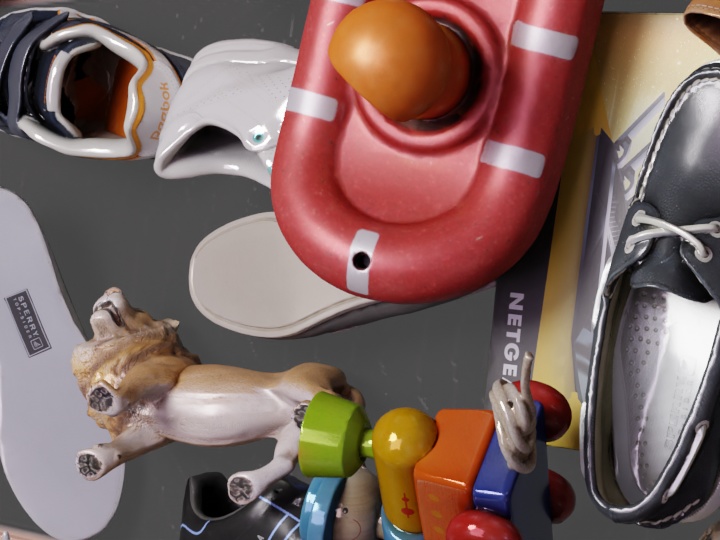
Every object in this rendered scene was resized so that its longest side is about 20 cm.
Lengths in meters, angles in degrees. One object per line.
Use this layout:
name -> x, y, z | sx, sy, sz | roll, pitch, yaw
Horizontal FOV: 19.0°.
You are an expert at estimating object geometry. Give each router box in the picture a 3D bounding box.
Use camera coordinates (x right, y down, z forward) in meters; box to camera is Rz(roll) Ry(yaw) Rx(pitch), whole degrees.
router box -> 0.141, -0.014, 0.961 | 0.157, 0.052, 0.200 | 5, 91, 36

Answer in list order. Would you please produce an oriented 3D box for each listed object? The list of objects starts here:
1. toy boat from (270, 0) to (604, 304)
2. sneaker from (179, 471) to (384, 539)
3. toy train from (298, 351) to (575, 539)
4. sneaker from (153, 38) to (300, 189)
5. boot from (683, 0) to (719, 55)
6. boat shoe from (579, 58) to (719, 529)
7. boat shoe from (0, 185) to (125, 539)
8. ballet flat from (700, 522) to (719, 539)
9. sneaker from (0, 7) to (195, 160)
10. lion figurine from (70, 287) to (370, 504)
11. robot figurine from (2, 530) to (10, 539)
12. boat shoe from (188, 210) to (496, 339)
toy boat -> 0.024, -0.084, 0.925 | 0.130, 0.131, 0.200 | 15, 95, 19
sneaker -> -0.014, 0.138, 1.055 | 0.200, 0.070, 0.078 | -3, 93, 37
toy train -> 0.025, 0.077, 0.920 | 0.116, 0.200, 0.085 | 12, 56, 17
sneaker -> -0.012, -0.073, 1.038 | 0.200, 0.089, 0.075 | -8, 126, 34
boot -> 0.180, -0.155, 0.887 | 0.200, 0.074, 0.155 | 35, 75, 28
boat shoe -> 0.136, 0.009, 0.894 | 0.076, 0.060, 0.200 | 5, 91, 35
boat shoe -> -0.176, 0.050, 1.185 | 0.069, 0.057, 0.200 | -16, 89, -7
ballet flat -> 0.123, 0.190, 0.949 | 0.046, 0.067, 0.200 | 26, 110, 9
sneaker -> -0.163, -0.104, 1.170 | 0.200, 0.079, 0.079 | 12, 95, 37
lion figurine -> -0.067, 0.067, 1.091 | 0.200, 0.122, 0.073 | 13, 108, 19
robot figurine -> -0.163, 0.240, 1.130 | 0.170, 0.113, 0.200 | -42, 63, 47
boat shoe -> 0.000, 0.000, 1.068 | 0.200, 0.057, 0.067 | -9, 77, 41
